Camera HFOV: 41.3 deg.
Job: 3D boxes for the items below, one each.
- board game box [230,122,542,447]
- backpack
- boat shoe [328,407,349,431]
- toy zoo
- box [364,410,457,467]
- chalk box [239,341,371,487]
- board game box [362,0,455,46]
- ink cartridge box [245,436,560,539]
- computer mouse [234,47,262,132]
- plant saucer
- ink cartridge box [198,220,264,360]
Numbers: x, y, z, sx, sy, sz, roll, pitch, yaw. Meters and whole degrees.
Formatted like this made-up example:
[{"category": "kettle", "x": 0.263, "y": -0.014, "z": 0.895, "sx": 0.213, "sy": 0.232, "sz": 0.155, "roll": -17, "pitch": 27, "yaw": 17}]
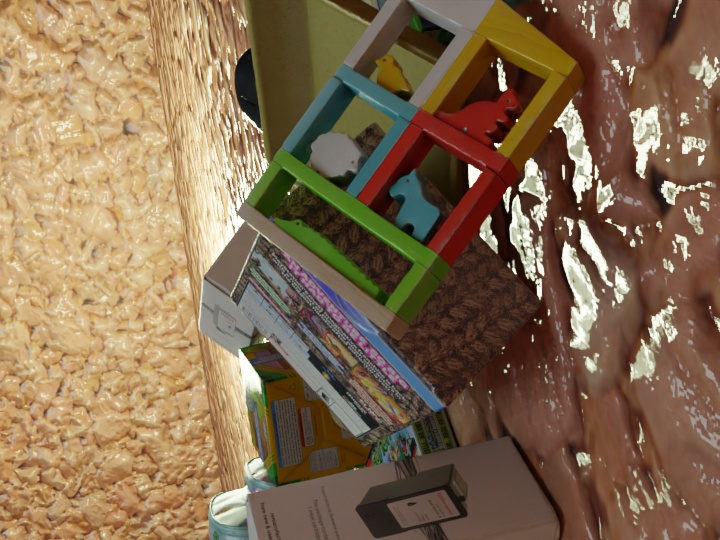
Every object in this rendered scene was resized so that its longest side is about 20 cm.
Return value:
[{"category": "board game box", "x": 0.006, "y": 0.022, "z": 0.672, "sx": 0.160, "sy": 0.097, "sz": 0.200, "roll": 47, "pitch": 158, "yaw": 2}, {"category": "backpack", "x": -0.081, "y": 0.296, "z": 1.113, "sx": 0.176, "sy": 0.197, "sz": 0.156, "roll": -160, "pitch": 61, "yaw": -73}, {"category": "boat shoe", "x": -0.009, "y": 0.072, "z": 0.841, "sx": 0.065, "sy": 0.071, "sz": 0.201, "roll": -46, "pitch": 23, "yaw": 29}, {"category": "toy zoo", "x": 0.032, "y": -0.079, "z": 0.527, "sx": 0.131, "sy": 0.201, "sz": 0.020, "roll": 36, "pitch": 180, "yaw": 33}, {"category": "box", "x": 0.048, "y": 0.189, "z": 0.884, "sx": 0.201, "sy": 0.034, "sz": 0.111, "roll": 103, "pitch": 152, "yaw": -56}, {"category": "chalk box", "x": -0.070, "y": 0.149, "z": 1.117, "sx": 0.200, "sy": 0.122, "sz": 0.126, "roll": -157, "pitch": 57, "yaw": -71}, {"category": "board game box", "x": 0.018, "y": -0.210, "z": 0.725, "sx": 0.136, "sy": 0.034, "sz": 0.202, "roll": 105, "pitch": 151, "yaw": -58}, {"category": "ink cartridge box", "x": 0.026, "y": 0.214, "z": 0.671, "sx": 0.084, "sy": 0.197, "sz": 0.147, "roll": -117, "pitch": 22, "yaw": -51}, {"category": "computer mouse", "x": -0.100, "y": -0.196, "z": 1.073, "sx": 0.200, "sy": 0.052, "sz": 0.140, "roll": 42, "pitch": 145, "yaw": 52}, {"category": "plant saucer", "x": 0.006, "y": -0.110, "z": 0.677, "sx": 0.199, "sy": 0.048, "sz": 0.201, "roll": 35, "pitch": 149, "yaw": 28}, {"category": "ink cartridge box", "x": -0.123, "y": 0.008, "z": 1.160, "sx": 0.082, "sy": 0.147, "sz": 0.200, "roll": 33, "pitch": 157, "yaw": 2}]
